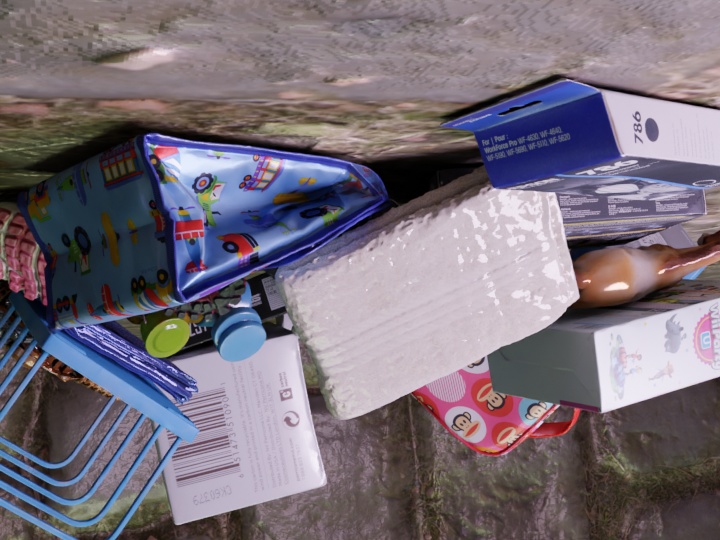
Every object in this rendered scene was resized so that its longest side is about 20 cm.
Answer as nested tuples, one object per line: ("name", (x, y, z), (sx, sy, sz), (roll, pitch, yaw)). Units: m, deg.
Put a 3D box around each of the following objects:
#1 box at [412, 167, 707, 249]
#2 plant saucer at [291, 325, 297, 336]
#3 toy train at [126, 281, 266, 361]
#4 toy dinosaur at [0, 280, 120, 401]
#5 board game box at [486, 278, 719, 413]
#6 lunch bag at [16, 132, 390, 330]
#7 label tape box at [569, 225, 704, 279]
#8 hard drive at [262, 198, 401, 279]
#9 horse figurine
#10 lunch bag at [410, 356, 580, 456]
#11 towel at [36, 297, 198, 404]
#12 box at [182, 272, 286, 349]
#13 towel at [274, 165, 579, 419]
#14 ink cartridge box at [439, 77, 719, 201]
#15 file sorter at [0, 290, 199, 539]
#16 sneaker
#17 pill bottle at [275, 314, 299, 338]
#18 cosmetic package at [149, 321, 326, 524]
("box", (0.141, -0.045, 0.764), (0.196, 0.050, 0.161), (-4, 175, -6))
("plant saucer", (0.027, 0.028, 0.980), (0.198, 0.051, 0.200), (-31, 174, -4))
("toy train", (-0.177, 0.024, 0.790), (0.198, 0.085, 0.116), (1, -143, -36))
("toy dinosaur", (-0.315, 0.058, 0.938), (0.101, 0.202, 0.136), (-26, -164, -8))
("board game box", (0.222, 0.054, 0.794), (0.197, 0.065, 0.147), (-13, -174, -25))
("lunch bag", (-0.089, -0.035, 0.632), (0.149, 0.096, 0.198), (-12, -177, 44))
("label tape box", (0.244, 0.016, 1.026), (0.197, 0.067, 0.144), (2, 138, -33))
("hard drive", (0.000, 0.000, 0.776), (0.139, 0.038, 0.199), (39, 158, -27))
("horse figurine", (0.197, 0.001, 0.784), (0.197, 0.051, 0.132), (-6, 179, -30))
("lunch bag", (0.143, 0.085, 0.947), (0.200, 0.176, 0.082), (-50, 177, 38))
("towel", (-0.234, 0.047, 0.841), (0.199, 0.024, 0.144), (24, 168, 49))
("box", (-0.101, 0.030, 1.011), (0.198, 0.044, 0.160), (-20, 180, 24))
("towel", (0.049, 0.010, 0.663), (0.198, 0.134, 0.035), (-24, -147, -5))
("ink cartridge box", (0.150, -0.071, 0.579), (0.198, 0.040, 0.099), (2, 173, -37))
("file sorter", (-0.244, 0.117, 0.797), (0.138, 0.124, 0.199), (38, 171, -26))
("sneaker", (-0.184, -0.017, 0.729), (0.197, 0.075, 0.081), (13, 134, -27))
("pill bottle", (0.000, 0.042, 1.174), (0.197, 0.114, 0.112), (-2, 174, -13))
("cosmetic package", (-0.146, 0.157, 1.079), (0.162, 0.168, 0.200), (-12, -176, -13))
